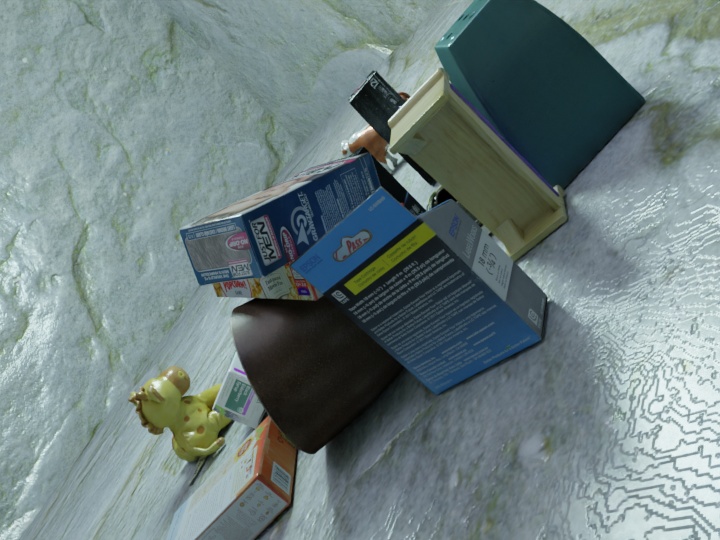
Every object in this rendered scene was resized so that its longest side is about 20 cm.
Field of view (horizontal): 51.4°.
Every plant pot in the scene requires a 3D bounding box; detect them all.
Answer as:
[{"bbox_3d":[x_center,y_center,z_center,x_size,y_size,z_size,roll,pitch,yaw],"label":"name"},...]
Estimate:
[{"bbox_3d":[0.187,-0.217,0.859,0.142,0.199,0.142,-46,15,8],"label":"plant pot"},{"bbox_3d":[-0.015,0.072,0.848,0.197,0.189,0.187,-31,17,6],"label":"plant pot"}]

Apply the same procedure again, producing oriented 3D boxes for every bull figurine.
[{"bbox_3d":[0.049,-0.277,1.575,0.200,0.121,0.066,-44,14,21],"label":"bull figurine"}]

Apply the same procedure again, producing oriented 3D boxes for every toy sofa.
[{"bbox_3d":[0.125,-0.115,0.793,0.082,0.199,0.099,-39,22,29],"label":"toy sofa"}]

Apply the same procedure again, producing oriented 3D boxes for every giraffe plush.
[{"bbox_3d":[-0.315,0.241,1.294,0.172,0.162,0.201,-41,16,27],"label":"giraffe plush"}]

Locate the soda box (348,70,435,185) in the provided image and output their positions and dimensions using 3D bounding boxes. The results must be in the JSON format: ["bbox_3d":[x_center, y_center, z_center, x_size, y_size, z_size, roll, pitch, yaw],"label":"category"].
[{"bbox_3d":[0.070,-0.241,1.266,0.071,0.200,0.064,-44,13,11],"label":"soda box"}]

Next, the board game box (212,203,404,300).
[{"bbox_3d":[-0.060,-0.019,0.829,0.150,0.047,0.197,-30,18,-37],"label":"board game box"}]

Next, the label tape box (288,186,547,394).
[{"bbox_3d":[0.054,0.009,0.689,0.143,0.199,0.064,-35,20,40],"label":"label tape box"}]

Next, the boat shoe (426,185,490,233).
[{"bbox_3d":[0.126,-0.087,0.994,0.072,0.060,0.202,-49,14,-2],"label":"boat shoe"}]

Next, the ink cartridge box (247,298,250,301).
[{"bbox_3d":[-0.089,0.012,1.274,0.197,0.069,0.116,-8,-22,-47],"label":"ink cartridge box"}]

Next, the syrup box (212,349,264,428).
[{"bbox_3d":[-0.171,0.153,1.216,0.201,0.080,0.080,-79,14,-64],"label":"syrup box"}]

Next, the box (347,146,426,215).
[{"bbox_3d":[-0.006,-0.076,1.159,0.087,0.163,0.199,-54,16,-25],"label":"box"}]

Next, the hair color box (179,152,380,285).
[{"bbox_3d":[-0.072,-0.055,0.750,0.098,0.062,0.199,-8,18,41],"label":"hair color box"}]

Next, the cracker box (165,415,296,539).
[{"bbox_3d":[-0.163,0.294,0.923,0.200,0.058,0.134,-46,14,13],"label":"cracker box"}]
